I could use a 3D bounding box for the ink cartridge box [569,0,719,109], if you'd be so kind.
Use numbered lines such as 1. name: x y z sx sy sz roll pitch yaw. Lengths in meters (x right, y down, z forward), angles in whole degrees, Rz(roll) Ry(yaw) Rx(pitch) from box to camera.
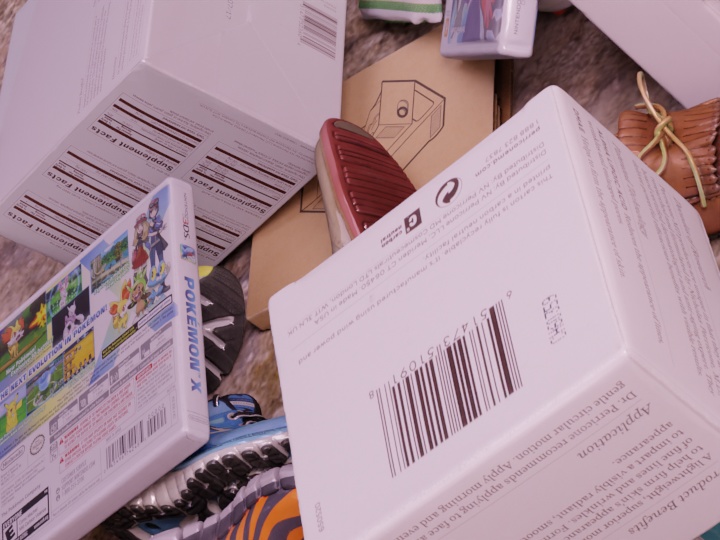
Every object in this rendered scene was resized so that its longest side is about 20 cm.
1. ink cartridge box: 0.178 -0.200 1.578 0.086 0.146 0.201 -28 42 29

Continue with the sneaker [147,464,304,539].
1. sneaker: -0.056 0.186 1.593 0.200 0.077 0.113 -34 42 43

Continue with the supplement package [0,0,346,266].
1. supplement package: -0.122 -0.120 1.822 0.200 0.147 0.192 -40 34 41

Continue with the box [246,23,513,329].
1. box: 0.012 -0.068 1.765 0.200 0.021 0.164 -28 41 33

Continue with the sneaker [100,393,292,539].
1. sneaker: -0.074 0.103 1.673 0.199 0.078 0.090 -17 45 40

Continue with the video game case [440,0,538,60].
1. video game case: 0.080 -0.212 1.635 0.200 0.023 0.183 -155 72 -81

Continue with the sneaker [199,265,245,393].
1. sneaker: -0.154 0.061 1.801 0.200 0.078 0.090 -44 34 14

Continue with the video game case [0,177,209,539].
1. video game case: -0.161 0.068 1.720 0.200 0.022 0.183 -38 44 37

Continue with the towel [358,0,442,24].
1. towel: 0.032 -0.255 1.786 0.153 0.023 0.201 -156 70 -76

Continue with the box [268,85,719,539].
1. box: 0.076 0.056 1.407 0.199 0.131 0.201 -36 38 21

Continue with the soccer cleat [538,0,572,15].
1. soccer cleat: 0.087 -0.223 1.763 0.069 0.077 0.200 -45 36 11

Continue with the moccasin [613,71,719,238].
1. moccasin: 0.157 -0.057 1.539 0.201 0.078 0.074 -17 49 41

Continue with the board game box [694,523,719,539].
1. board game box: 0.113 0.093 1.489 0.151 0.047 0.201 -33 40 26

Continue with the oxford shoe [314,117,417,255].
1. oxford shoe: 0.000 0.000 1.660 0.075 0.070 0.201 -44 46 33
